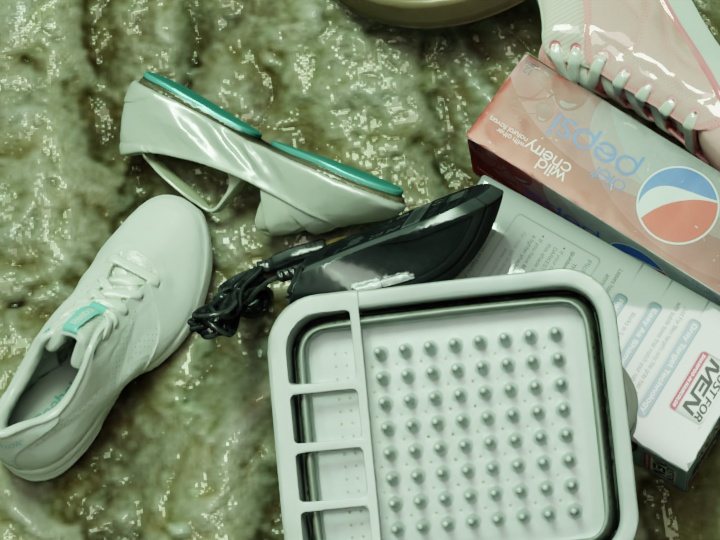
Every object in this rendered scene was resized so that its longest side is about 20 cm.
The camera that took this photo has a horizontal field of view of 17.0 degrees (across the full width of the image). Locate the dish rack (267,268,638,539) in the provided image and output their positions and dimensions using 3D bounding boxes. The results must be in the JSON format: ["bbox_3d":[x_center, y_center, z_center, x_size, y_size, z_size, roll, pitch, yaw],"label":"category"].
[{"bbox_3d":[0.053,0.093,1.364,0.199,0.044,0.172,-7,82,8],"label":"dish rack"}]

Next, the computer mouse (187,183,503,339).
[{"bbox_3d":[0.000,0.000,1.442,0.199,0.140,0.046,-22,97,8],"label":"computer mouse"}]

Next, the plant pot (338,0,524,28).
[{"bbox_3d":[0.047,-0.259,1.514,0.200,0.093,0.202,-9,59,14],"label":"plant pot"}]

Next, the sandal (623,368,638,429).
[{"bbox_3d":[0.065,0.106,1.405,0.202,0.050,0.083,-33,85,18],"label":"sandal"}]

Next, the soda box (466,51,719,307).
[{"bbox_3d":[0.164,-0.047,1.474,0.200,0.063,0.070,33,79,15],"label":"soda box"}]

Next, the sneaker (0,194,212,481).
[{"bbox_3d":[-0.158,0.035,1.467,0.075,0.089,0.200,28,76,15],"label":"sneaker"}]

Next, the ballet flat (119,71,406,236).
[{"bbox_3d":[-0.066,-0.059,1.508,0.199,0.069,0.070,25,76,17],"label":"ballet flat"}]

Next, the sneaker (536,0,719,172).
[{"bbox_3d":[0.173,-0.117,1.492,0.104,0.075,0.201,-25,68,-1],"label":"sneaker"}]

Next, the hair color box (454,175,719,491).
[{"bbox_3d":[0.135,0.037,1.451,0.200,0.061,0.099,30,78,15],"label":"hair color box"}]
